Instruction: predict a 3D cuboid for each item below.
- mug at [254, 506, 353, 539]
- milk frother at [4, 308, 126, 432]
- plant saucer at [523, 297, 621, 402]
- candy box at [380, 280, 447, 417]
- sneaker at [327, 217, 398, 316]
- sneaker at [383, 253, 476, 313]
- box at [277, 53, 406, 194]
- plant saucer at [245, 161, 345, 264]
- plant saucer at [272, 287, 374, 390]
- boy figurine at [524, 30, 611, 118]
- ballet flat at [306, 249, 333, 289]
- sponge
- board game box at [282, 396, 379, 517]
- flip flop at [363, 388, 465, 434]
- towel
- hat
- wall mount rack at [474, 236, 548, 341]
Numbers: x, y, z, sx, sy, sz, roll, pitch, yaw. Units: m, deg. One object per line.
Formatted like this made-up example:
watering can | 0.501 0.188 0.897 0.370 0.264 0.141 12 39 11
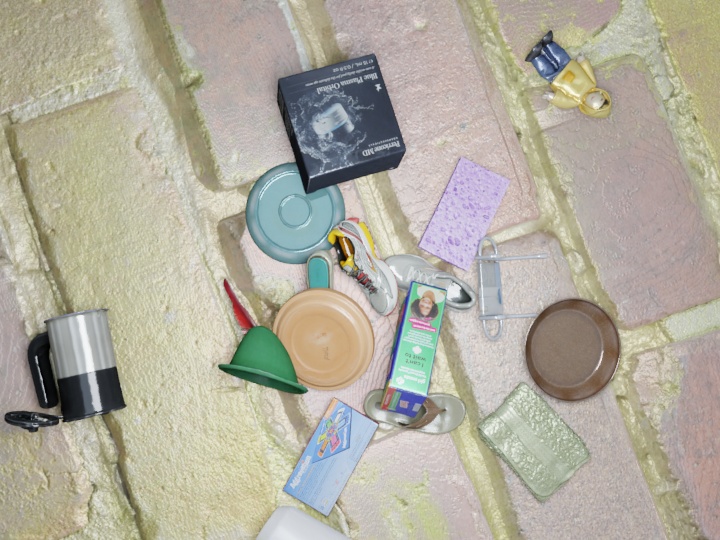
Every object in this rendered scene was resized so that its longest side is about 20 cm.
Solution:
mug | -0.124 0.528 1.408 0.152 0.150 0.188 34 78 8
milk frother | -0.536 0.178 1.381 0.178 0.200 0.191 -13 86 0
plant saucer | 0.407 0.153 1.501 0.197 0.037 0.204 0 91 -7
candy box | 0.095 0.147 1.404 0.076 0.170 0.203 12 67 0
sneaker | 0.000 0.000 1.468 0.082 0.078 0.202 -23 79 -48
sneaker | 0.136 0.019 1.477 0.197 0.092 0.077 21 86 0
box | -0.038 -0.276 1.464 0.194 0.117 0.203 -17 84 -9
plant saucer | -0.127 -0.114 1.507 0.197 0.027 0.204 0 86 -2
plant saucer | -0.072 0.133 1.448 0.197 0.032 0.204 4 108 12
boy figurine | 0.415 -0.373 1.534 0.124 0.064 0.200 -41 86 -7
ballet flat | -0.072 0.057 1.475 0.066 0.062 0.203 10 108 11
sponge | 0.204 -0.112 1.521 0.110 0.030 0.202 26 85 -1
board game box | -0.056 0.355 1.473 0.102 0.019 0.202 30 90 -1
flip flop | 0.104 0.268 1.475 0.197 0.058 0.082 10 85 -2
towel | 0.337 0.330 1.494 0.148 0.036 0.200 -43 89 -6
hat | -0.169 0.116 1.433 0.198 0.165 0.179 20 73 -18
wall mount rack | 0.292 0.032 1.495 0.172 0.074 0.204 0 86 -44
